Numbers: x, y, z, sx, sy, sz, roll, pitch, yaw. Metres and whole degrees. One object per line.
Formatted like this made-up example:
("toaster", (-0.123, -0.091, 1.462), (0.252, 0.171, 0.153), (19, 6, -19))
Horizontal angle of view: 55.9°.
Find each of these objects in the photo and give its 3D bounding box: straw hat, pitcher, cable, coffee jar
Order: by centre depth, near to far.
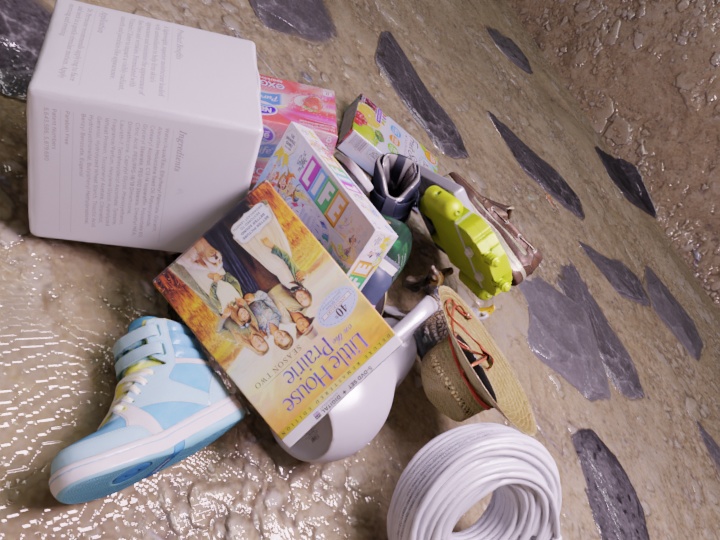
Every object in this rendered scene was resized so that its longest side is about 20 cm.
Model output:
("cable", (0.123, 0.255, 0.716), (0.196, 0.204, 0.069), (-8, 21, -21))
("pitcher", (0.000, 0.107, 0.734), (0.121, 0.172, 0.199), (44, 31, 11))
("straw hat", (0.120, 0.126, 0.812), (0.202, 0.084, 0.202), (49, 18, -21))
("coffee jar", (0.000, 0.000, 0.908), (0.102, 0.087, 0.201), (17, 33, 8))

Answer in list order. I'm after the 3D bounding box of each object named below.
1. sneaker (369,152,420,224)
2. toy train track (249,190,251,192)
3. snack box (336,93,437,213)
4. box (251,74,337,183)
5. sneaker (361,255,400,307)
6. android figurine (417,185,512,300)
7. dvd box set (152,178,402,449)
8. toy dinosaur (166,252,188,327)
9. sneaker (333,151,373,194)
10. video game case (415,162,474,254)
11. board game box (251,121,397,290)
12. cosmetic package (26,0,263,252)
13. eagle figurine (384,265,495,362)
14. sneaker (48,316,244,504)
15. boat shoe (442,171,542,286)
("sneaker", (0.053, -0.130, 1.055), (0.075, 0.148, 0.204), (12, 38, 0))
("toy train track", (-0.082, -0.089, 0.879), (0.196, 0.033, 0.117), (4, 79, -15))
("snack box", (0.054, -0.214, 1.233), (0.199, 0.053, 0.144), (37, 36, -20))
("box", (-0.133, -0.175, 0.838), (0.196, 0.096, 0.104), (9, 45, -14))
("sneaker", (-0.047, -0.009, 0.789), (0.198, 0.083, 0.070), (24, -6, 45))
("android figurine", (0.150, -0.036, 0.967), (0.200, 0.041, 0.184), (49, -10, 53))
("dvd box set", (-0.077, 0.039, 0.634), (0.201, 0.146, 0.029), (50, -2, 4))
("toy dinosaur", (-0.151, 0.017, 0.754), (0.199, 0.076, 0.104), (0, 68, -57))
("sneaker", (-0.045, -0.117, 1.007), (0.071, 0.099, 0.200), (50, 0, -14))
("video game case", (0.139, -0.079, 1.079), (0.184, 0.022, 0.200), (61, -8, -30))
("board game box", (-0.055, -0.048, 0.730), (0.034, 0.135, 0.201), (13, 31, -44))
("cosmetic package", (-0.210, -0.136, 0.673), (0.196, 0.167, 0.167), (7, 43, -19))
("eagle figurine", (0.130, 0.094, 0.944), (0.149, 0.150, 0.204), (-14, 82, -29))
("sneaker", (-0.198, 0.108, 0.584), (0.132, 0.079, 0.199), (59, 24, 11))
("boat shoe", (0.204, -0.076, 1.050), (0.204, 0.074, 0.075), (55, -7, 10))
